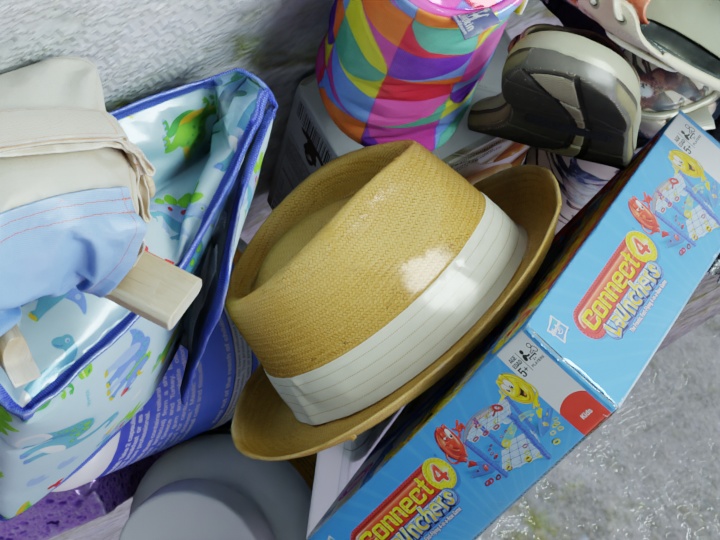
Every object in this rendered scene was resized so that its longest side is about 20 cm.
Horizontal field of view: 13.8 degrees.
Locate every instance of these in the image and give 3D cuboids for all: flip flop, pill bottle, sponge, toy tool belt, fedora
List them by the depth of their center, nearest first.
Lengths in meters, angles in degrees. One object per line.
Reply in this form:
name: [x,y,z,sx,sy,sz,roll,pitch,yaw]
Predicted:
toy tool belt: [-0.171,0.001,1.227,0.200,0.123,0.125,-25,168,-30]
flip flop: [0.095,-0.089,1.384,0.200,0.081,0.058,90,15,-81]
fedora: [0.000,0.000,1.415,0.200,0.082,0.201,-36,-160,15]
pill bottle: [-0.142,0.050,1.570,0.200,0.112,0.112,-21,165,-45]
pill bottle: [-0.063,0.136,1.652,0.113,0.113,0.200,-36,180,20]
sponge: [-0.161,0.127,1.702,0.111,0.030,0.200,-26,-179,18]

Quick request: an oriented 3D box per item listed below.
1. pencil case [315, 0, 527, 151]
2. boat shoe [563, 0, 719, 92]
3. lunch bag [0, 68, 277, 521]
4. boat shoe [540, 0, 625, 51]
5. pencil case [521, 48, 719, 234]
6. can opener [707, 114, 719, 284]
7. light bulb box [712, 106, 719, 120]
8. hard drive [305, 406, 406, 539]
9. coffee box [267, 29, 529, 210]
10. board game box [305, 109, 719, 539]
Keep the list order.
pencil case: [0.032,-0.118,1.364,0.088,0.089,0.200,-29,172,-16]
boat shoe: [0.140,-0.127,1.355,0.071,0.200,0.063,-60,-179,26]
lunch bag: [-0.124,0.004,1.412,0.200,0.127,0.170,-43,172,-23]
boat shoe: [0.151,-0.181,1.401,0.075,0.093,0.200,-20,165,-48]
pencil case: [0.134,-0.070,1.551,0.077,0.090,0.200,-2,156,-10]
can opener: [0.191,-0.051,1.533,0.063,0.079,0.200,-27,165,-12]
light bulb box: [0.241,-0.128,1.605,0.125,0.200,0.198,-30,170,-11]
hard drive: [0.010,0.093,1.553,0.132,0.027,0.200,-57,164,-37]
coffee box: [0.022,-0.061,1.611,0.114,0.080,0.200,-28,169,-13]
board game box: [0.084,0.043,1.421,0.196,0.056,0.200,-47,-178,41]
